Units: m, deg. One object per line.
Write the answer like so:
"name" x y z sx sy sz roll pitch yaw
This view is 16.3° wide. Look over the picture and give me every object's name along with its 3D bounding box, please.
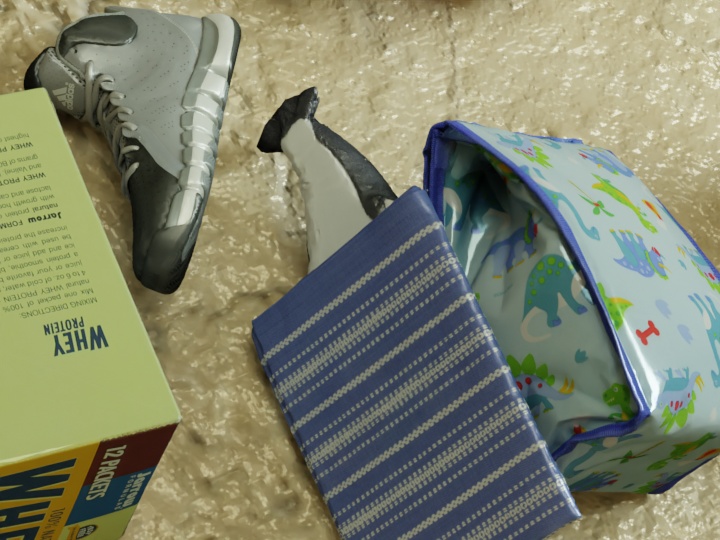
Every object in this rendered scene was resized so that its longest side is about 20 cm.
"towel" 0.025 0.075 1.319 0.024 0.145 0.201 0 58 -49
"protein box" -0.225 0.043 1.250 0.197 0.135 0.201 -13 64 -27
"orca plush" 0.000 0.000 1.419 0.105 0.071 0.200 -41 64 11
"sneaker" -0.137 -0.074 1.402 0.115 0.075 0.201 13 45 -5
"lunch bag" 0.118 0.016 1.362 0.170 0.127 0.201 7 59 -55
